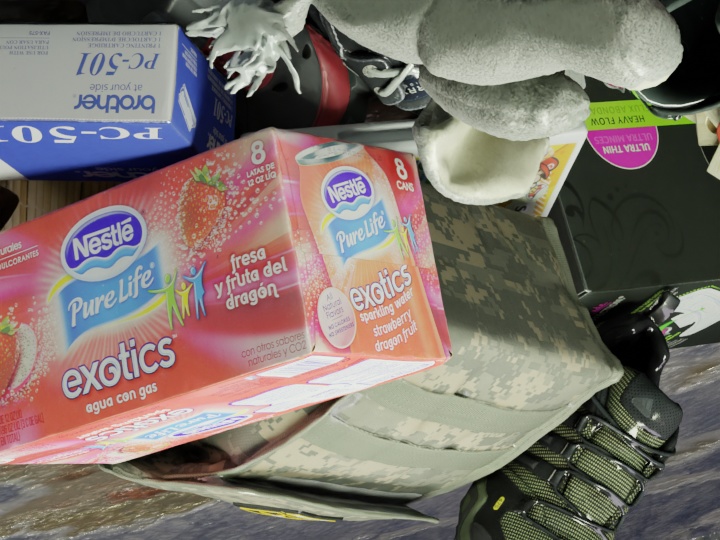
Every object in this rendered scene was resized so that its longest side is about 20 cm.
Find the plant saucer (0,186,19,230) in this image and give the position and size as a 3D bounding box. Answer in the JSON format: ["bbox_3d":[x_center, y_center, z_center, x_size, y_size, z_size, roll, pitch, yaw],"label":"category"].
[{"bbox_3d":[-0.253,-0.023,1.084,0.199,0.035,0.200,4,174,0],"label":"plant saucer"}]

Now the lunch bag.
[{"bbox_3d":[-0.009,0.055,1.145,0.200,0.118,0.164,-39,148,28],"label":"lunch bag"}]

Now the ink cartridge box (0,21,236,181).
[{"bbox_3d":[-0.159,-0.069,1.011,0.199,0.045,0.094,1,167,13],"label":"ink cartridge box"}]

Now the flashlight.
[{"bbox_3d":[-0.059,-0.096,1.088,0.068,0.068,0.200,-20,164,19],"label":"flashlight"}]

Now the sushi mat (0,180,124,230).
[{"bbox_3d":[-0.132,-0.027,1.142,0.095,0.012,0.200,15,147,0],"label":"sushi mat"}]

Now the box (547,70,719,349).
[{"bbox_3d":[0.150,-0.041,1.323,0.199,0.149,0.124,-6,161,-32],"label":"box"}]

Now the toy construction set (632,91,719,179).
[{"bbox_3d":[0.193,-0.091,1.208,0.092,0.132,0.200,-25,178,24],"label":"toy construction set"}]

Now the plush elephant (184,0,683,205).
[{"bbox_3d":[0.050,-0.119,0.969,0.199,0.166,0.155,-24,169,27],"label":"plush elephant"}]

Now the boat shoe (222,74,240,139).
[{"bbox_3d":[-0.089,-0.056,1.187,0.199,0.069,0.084,-7,161,-27],"label":"boat shoe"}]

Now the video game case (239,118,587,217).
[{"bbox_3d":[0.000,0.000,1.199,0.181,0.023,0.200,-7,141,-27],"label":"video game case"}]

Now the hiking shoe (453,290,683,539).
[{"bbox_3d":[0.107,0.092,1.186,0.076,0.201,0.101,30,135,-15],"label":"hiking shoe"}]

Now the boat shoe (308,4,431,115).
[{"bbox_3d":[0.021,-0.109,1.121,0.071,0.068,0.200,-20,163,14],"label":"boat shoe"}]

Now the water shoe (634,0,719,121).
[{"bbox_3d":[0.128,-0.104,1.016,0.079,0.072,0.200,-44,-167,-21],"label":"water shoe"}]

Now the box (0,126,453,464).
[{"bbox_3d":[-0.073,0.016,1.030,0.199,0.095,0.102,-19,165,35],"label":"box"}]
